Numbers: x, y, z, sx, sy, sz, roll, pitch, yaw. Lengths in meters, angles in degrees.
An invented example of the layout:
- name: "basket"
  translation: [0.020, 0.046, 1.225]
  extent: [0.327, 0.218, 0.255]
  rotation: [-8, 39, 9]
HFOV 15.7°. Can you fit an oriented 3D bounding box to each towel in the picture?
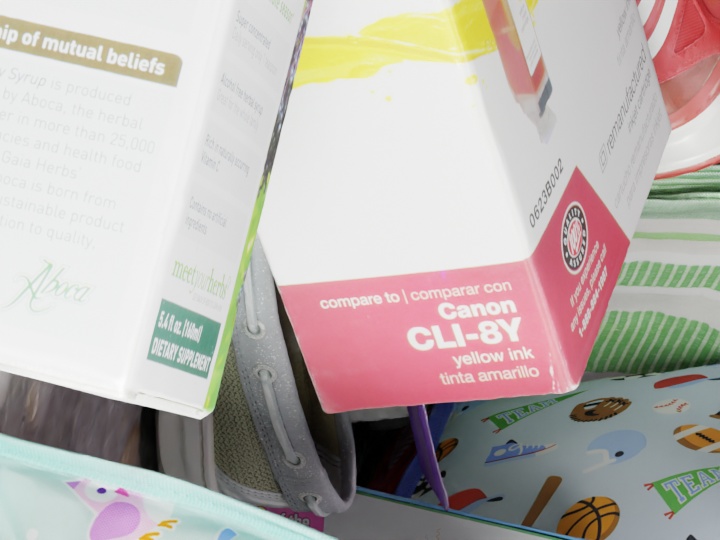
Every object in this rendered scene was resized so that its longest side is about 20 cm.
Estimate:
- name: "towel"
  translation: [0.093, 0.010, 1.041]
  extent: [0.200, 0.152, 0.023]
  rotation: [103, -13, -65]

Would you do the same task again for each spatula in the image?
- name: "spatula"
  translation: [-0.004, 0.045, 0.917]
  extent: [0.200, 0.020, 0.057]
  rotation: [-176, -109, -70]

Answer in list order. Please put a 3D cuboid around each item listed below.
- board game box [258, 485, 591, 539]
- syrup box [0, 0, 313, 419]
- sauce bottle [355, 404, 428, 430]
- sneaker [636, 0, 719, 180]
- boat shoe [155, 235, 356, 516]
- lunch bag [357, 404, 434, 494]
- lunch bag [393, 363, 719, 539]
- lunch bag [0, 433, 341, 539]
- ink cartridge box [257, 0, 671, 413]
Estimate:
- name: "board game box"
  translation: [-0.008, 0.176, 0.909]
  extent: [0.040, 0.152, 0.201]
  rotation: [37, 66, -77]
- name: "syrup box"
  translation: [-0.055, -0.074, 0.593]
  extent: [0.079, 0.081, 0.201]
  rotation: [37, 67, -79]
- name: "sauce bottle"
  translation: [0.000, 0.000, 0.965]
  extent: [0.200, 0.066, 0.066]
  rotation: [73, 31, -63]
- name: "sneaker"
  translation: [0.112, -0.134, 0.931]
  extent: [0.116, 0.078, 0.200]
  rotation: [60, 28, -31]
- name: "boat shoe"
  translation: [-0.028, -0.009, 0.836]
  extent: [0.074, 0.065, 0.203]
  rotation: [-60, 159, -58]
- name: "lunch bag"
  translation: [0.078, 0.058, 1.240]
  extent: [0.176, 0.082, 0.200]
  rotation: [-52, -179, 20]
- name: "lunch bag"
  translation: [0.099, 0.125, 1.016]
  extent: [0.200, 0.169, 0.124]
  rotation: [-57, 133, -68]
- name: "lunch bag"
  translation: [-0.013, 0.138, 0.722]
  extent: [0.170, 0.199, 0.122]
  rotation: [77, 27, -67]
- name: "ink cartridge box"
  translation: [0.016, -0.083, 0.749]
  extent: [0.145, 0.083, 0.201]
  rotation: [-62, 140, -50]
